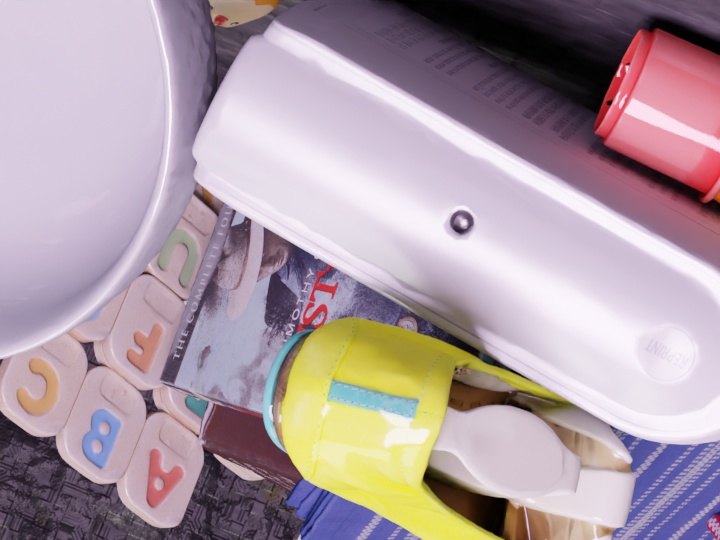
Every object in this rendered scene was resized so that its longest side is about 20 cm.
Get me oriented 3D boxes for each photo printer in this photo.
[{"bbox_3d":[0.057,-0.017,0.815,0.200,0.070,0.166,29,-166,5],"label":"photo printer"}]

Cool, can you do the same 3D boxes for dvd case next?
[{"bbox_3d":[0.000,0.000,1.046,0.022,0.146,0.200,23,174,-37],"label":"dvd case"}]

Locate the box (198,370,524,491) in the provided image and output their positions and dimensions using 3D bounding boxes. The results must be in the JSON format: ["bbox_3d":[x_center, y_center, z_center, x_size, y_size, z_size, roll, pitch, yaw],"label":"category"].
[{"bbox_3d":[0.069,0.052,1.138,0.200,0.164,0.166,17,170,35],"label":"box"}]

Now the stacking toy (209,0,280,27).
[{"bbox_3d":[-0.108,-0.099,0.899,0.200,0.110,0.116,3,160,35],"label":"stacking toy"}]

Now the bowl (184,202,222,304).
[{"bbox_3d":[-0.102,-0.036,1.276,0.201,0.090,0.201,24,175,2],"label":"bowl"}]

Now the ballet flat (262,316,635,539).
[{"bbox_3d":[0.046,0.061,0.770,0.067,0.067,0.200,6,168,32],"label":"ballet flat"}]

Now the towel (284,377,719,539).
[{"bbox_3d":[0.083,0.068,0.918,0.200,0.024,0.145,2,154,-16],"label":"towel"}]

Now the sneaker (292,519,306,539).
[{"bbox_3d":[0.035,0.156,1.046,0.089,0.079,0.200,21,171,25],"label":"sneaker"}]

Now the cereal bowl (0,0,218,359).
[{"bbox_3d":[-0.132,-0.074,0.820,0.200,0.200,0.083,20,-158,17],"label":"cereal bowl"}]

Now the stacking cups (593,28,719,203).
[{"bbox_3d":[0.171,-0.021,0.780,0.200,0.061,0.061,27,173,0],"label":"stacking cups"}]

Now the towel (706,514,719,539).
[{"bbox_3d":[0.238,0.140,0.915,0.200,0.023,0.145,11,-166,-13],"label":"towel"}]

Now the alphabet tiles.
[{"bbox_3d":[-0.092,0.008,1.148,0.015,0.196,0.200,-10,139,43],"label":"alphabet tiles"}]
